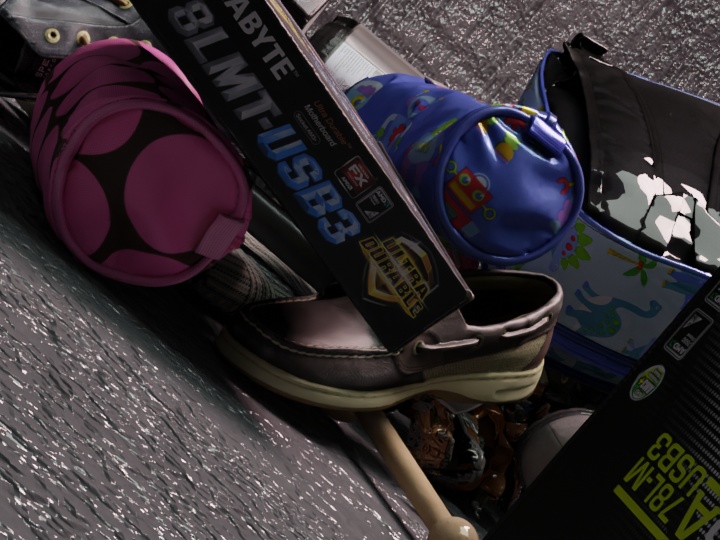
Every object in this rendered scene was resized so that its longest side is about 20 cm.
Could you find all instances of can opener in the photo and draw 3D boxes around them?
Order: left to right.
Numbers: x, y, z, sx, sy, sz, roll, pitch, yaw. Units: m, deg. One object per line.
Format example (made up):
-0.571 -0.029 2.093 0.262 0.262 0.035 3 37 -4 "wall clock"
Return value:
0.000 0.000 1.066 0.200 0.053 0.067 40 -3 9 "can opener"

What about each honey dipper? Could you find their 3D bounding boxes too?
0.012 0.079 0.933 0.038 0.038 0.200 40 7 -28 "honey dipper"

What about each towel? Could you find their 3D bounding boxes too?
-0.080 -0.024 1.088 0.200 0.035 0.192 44 7 36 "towel"

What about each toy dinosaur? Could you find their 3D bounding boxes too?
0.081 0.087 1.127 0.135 0.103 0.200 22 30 8 "toy dinosaur"

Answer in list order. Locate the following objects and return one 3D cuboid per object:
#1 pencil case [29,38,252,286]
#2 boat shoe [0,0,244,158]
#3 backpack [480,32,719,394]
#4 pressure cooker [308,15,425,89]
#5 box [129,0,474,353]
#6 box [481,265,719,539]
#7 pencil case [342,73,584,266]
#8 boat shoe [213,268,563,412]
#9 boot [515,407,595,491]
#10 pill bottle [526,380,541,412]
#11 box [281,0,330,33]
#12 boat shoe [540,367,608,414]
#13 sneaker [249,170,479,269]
-0.095 -0.050 0.888 0.094 0.091 0.200 41 6 -16 "pencil case"
-0.128 -0.101 1.005 0.199 0.071 0.091 26 30 9 "boat shoe"
0.158 -0.013 1.149 0.182 0.148 0.200 21 30 -7 "backpack"
0.006 -0.066 1.503 0.200 0.176 0.179 38 7 -1 "pressure cooker"
-0.041 -0.085 0.875 0.200 0.050 0.199 54 5 -24 "box"
0.147 0.101 0.837 0.047 0.193 0.200 41 4 -22 "box"
0.044 -0.057 1.042 0.078 0.087 0.200 34 -2 -21 "pencil case"
0.017 0.022 0.941 0.199 0.065 0.073 0 30 -47 "boat shoe"
0.149 0.157 0.947 0.201 0.070 0.132 54 2 -5 "boot"
0.134 0.105 1.328 0.200 0.112 0.112 40 3 -11 "pill bottle"
-0.125 -0.171 1.314 0.160 0.200 0.044 42 47 -3 "box"
0.141 0.054 1.244 0.071 0.059 0.201 16 57 -31 "boat shoe"
-0.014 -0.047 1.205 0.199 0.081 0.075 35 -9 14 "sneaker"
